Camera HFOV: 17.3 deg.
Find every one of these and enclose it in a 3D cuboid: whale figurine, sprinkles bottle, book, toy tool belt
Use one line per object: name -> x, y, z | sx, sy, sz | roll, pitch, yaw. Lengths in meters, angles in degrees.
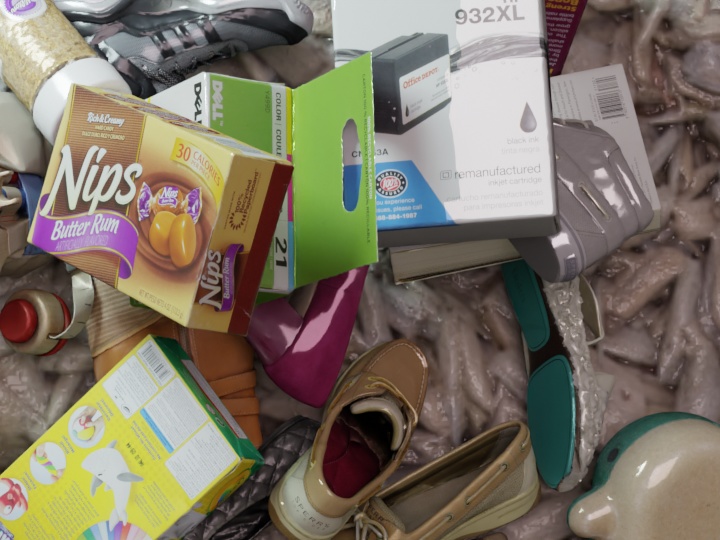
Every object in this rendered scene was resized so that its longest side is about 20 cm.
whale figurine -> 0.207, 0.196, 1.719 | 0.159, 0.104, 0.201 | 22, 99, -26
sprinkles bottle -> -0.242, -0.169, 1.690 | 0.068, 0.068, 0.200 | -34, 60, -14
book -> 0.110, -0.075, 1.744 | 0.199, 0.048, 0.134 | -11, 60, 0
toy tool belt -> -0.277, -0.036, 1.659 | 0.125, 0.123, 0.201 | -23, 76, 29

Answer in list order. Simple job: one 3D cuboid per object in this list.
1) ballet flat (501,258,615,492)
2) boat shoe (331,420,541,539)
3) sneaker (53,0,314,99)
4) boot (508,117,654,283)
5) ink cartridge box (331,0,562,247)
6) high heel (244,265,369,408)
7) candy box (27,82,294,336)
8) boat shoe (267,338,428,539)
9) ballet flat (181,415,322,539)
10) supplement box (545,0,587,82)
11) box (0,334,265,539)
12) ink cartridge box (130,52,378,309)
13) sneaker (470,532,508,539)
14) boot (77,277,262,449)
ballet flat -> 0.155, 0.062, 1.738 | 0.071, 0.072, 0.201 | -6, 72, -10
boat shoe -> 0.037, 0.171, 1.689 | 0.200, 0.073, 0.063 | -22, 126, -15
sneaker -> -0.134, -0.150, 1.740 | 0.199, 0.075, 0.114 | 1, 79, -3
boot -> 0.122, -0.086, 1.695 | 0.095, 0.074, 0.200 | -28, 69, -22
ink cartridge box -> 0.057, -0.123, 1.608 | 0.144, 0.084, 0.201 | -4, 82, 6
high heel -> 0.000, 0.000, 1.686 | 0.200, 0.067, 0.096 | -44, 111, -5
candy box -> -0.134, -0.043, 1.555 | 0.056, 0.200, 0.117 | 9, 101, -42
boat shoe -> 0.007, 0.114, 1.672 | 0.074, 0.066, 0.200 | 40, 45, -9
ballet flat -> -0.085, 0.183, 1.677 | 0.057, 0.067, 0.200 | 37, 72, 22
supplement box -> 0.102, -0.241, 1.720 | 0.130, 0.200, 0.104 | 6, 56, -9
box -> -0.174, 0.153, 1.639 | 0.200, 0.048, 0.117 | -42, 71, 12
ink cartridge box -> -0.074, -0.060, 1.585 | 0.075, 0.200, 0.149 | 7, 75, -34
sneaker -> 0.102, 0.293, 1.698 | 0.075, 0.070, 0.201 | -19, 77, 5
boot -> -0.094, 0.055, 1.709 | 0.199, 0.074, 0.155 | -20, 86, -8
